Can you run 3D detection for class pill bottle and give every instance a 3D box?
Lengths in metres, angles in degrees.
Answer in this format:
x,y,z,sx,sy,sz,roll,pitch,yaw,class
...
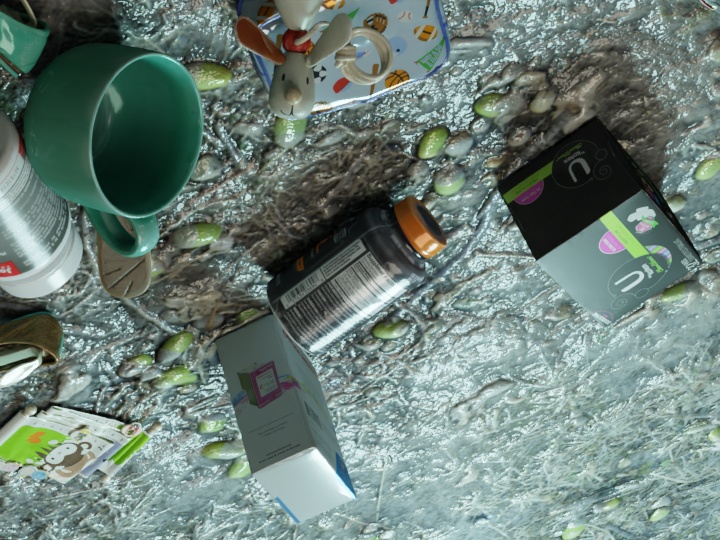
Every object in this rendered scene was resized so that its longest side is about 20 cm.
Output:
x,y,z,sx,sy,sz,roll,pitch,yaw,class
-0.347,-0.061,1.530,0.114,0.114,0.200,-23,147,0,pill bottle
0.000,0.000,1.793,0.200,0.106,0.106,-36,141,16,pill bottle

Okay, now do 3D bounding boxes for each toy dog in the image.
x,y,z,sx,sy,sz,roll,pitch,yaw,class
-0.052,-0.239,1.416,0.132,0.096,0.200,-18,100,0,toy dog

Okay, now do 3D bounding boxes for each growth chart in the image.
x,y,z,sx,sy,sz,roll,pitch,yaw,class
-0.360,0.214,1.936,0.200,0.018,0.145,14,130,-37,growth chart

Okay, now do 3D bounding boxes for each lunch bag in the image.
x,y,z,sx,sy,sz,roll,pitch,yaw,class
-0.012,-0.238,1.532,0.200,0.076,0.160,-22,139,-1,lunch bag

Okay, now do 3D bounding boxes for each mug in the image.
x,y,z,sx,sy,sz,roll,pitch,yaw,class
-0.242,-0.119,1.478,0.152,0.114,0.185,23,83,-56,mug

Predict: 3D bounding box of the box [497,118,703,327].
x,y,z,sx,sy,sz,roll,pitch,yaw,class
0.281,-0.053,1.861,0.148,0.124,0.200,-35,142,14,box

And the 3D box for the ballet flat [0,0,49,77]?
x,y,z,sx,sy,sz,roll,pitch,yaw,class
-0.342,-0.245,1.374,0.070,0.067,0.200,-52,139,-2,ballet flat

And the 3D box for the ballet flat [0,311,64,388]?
x,y,z,sx,sy,sz,roll,pitch,yaw,class
-0.418,0.103,1.728,0.199,0.072,0.068,-14,142,-12,ballet flat

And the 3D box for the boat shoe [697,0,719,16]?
x,y,z,sx,sy,sz,roll,pitch,yaw,class
0.410,-0.296,1.691,0.063,0.074,0.201,-4,168,38,boat shoe

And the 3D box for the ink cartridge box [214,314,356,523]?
x,y,z,sx,sy,sz,roll,pitch,yaw,class
-0.089,0.174,1.880,0.084,0.200,0.145,-24,142,7,ink cartridge box

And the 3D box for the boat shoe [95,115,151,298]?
x,y,z,sx,sy,sz,roll,pitch,yaw,class
-0.241,-0.072,1.621,0.072,0.065,0.200,-2,120,-6,boat shoe
